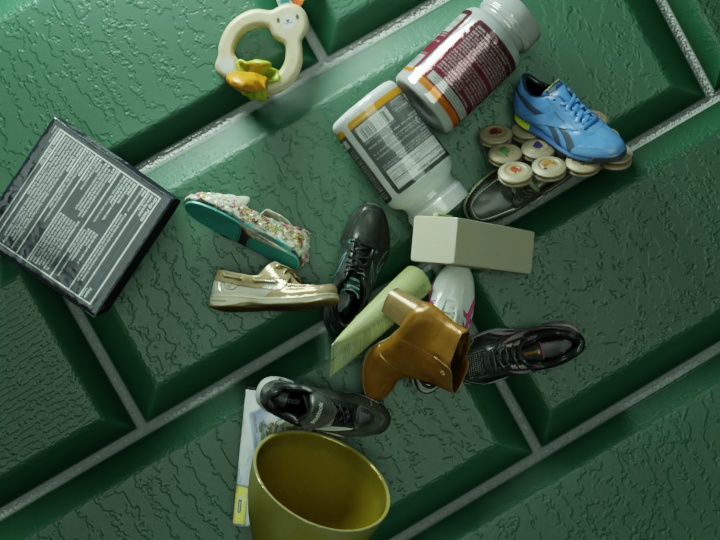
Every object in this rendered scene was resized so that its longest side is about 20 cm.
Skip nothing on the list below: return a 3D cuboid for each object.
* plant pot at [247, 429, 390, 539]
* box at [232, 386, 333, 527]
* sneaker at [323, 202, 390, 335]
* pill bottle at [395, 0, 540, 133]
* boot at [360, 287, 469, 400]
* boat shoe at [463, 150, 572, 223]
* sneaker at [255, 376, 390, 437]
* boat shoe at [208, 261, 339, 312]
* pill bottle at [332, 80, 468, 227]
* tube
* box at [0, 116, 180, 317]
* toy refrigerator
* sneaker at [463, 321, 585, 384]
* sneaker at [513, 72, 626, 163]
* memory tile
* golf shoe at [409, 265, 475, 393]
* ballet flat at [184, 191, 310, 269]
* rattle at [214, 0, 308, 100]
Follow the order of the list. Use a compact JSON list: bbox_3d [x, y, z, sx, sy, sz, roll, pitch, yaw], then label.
[{"bbox_3d":[-0.076,0.340,1.509,0.198,0.200,0.143,21,116,-5],"label":"plant pot"},{"bbox_3d":[-0.112,0.278,1.602,0.135,0.038,0.202,6,90,-5],"label":"box"},{"bbox_3d":[0.000,0.000,1.589,0.075,0.079,0.202,14,88,-4],"label":"sneaker"},{"bbox_3d":[0.158,-0.305,1.580,0.200,0.114,0.114,-43,94,-2],"label":"pill bottle"},{"bbox_3d":[0.078,0.136,1.520,0.144,0.070,0.203,36,129,32],"label":"boot"},{"bbox_3d":[0.244,-0.134,1.612,0.200,0.066,0.072,-29,92,-4],"label":"boat shoe"},{"bbox_3d":[-0.052,0.200,1.542,0.198,0.090,0.067,15,90,-5],"label":"sneaker"},{"bbox_3d":[-0.125,0.021,1.562,0.198,0.074,0.070,-2,80,17],"label":"boat shoe"},{"bbox_3d":[0.060,-0.162,1.573,0.116,0.116,0.201,-38,94,-3],"label":"pill bottle"},{"bbox_3d":[0.022,0.068,1.562,0.200,0.052,0.058,-42,113,-31],"label":"tube"},{"bbox_3d":[-0.391,-0.072,1.534,0.198,0.123,0.201,35,90,-3],"label":"box"},{"bbox_3d":[0.162,-0.038,1.543,0.199,0.075,0.071,5,90,-49],"label":"toy refrigerator"},{"bbox_3d":[0.238,0.117,1.605,0.198,0.086,0.081,-18,90,-4],"label":"sneaker"},{"bbox_3d":[0.296,-0.220,1.559,0.066,0.200,0.079,-29,138,-29],"label":"sneaker"},{"bbox_3d":[0.282,-0.181,1.585,0.198,0.154,0.017,-9,131,-5],"label":"memory tile"},{"bbox_3d":[0.126,0.084,1.594,0.072,0.092,0.202,16,88,-4],"label":"golf shoe"},{"bbox_3d":[-0.160,-0.069,1.590,0.199,0.076,0.064,29,57,-9],"label":"ballet flat"},{"bbox_3d":[-0.129,-0.347,1.549,0.130,0.143,0.201,39,94,14],"label":"rattle"}]
